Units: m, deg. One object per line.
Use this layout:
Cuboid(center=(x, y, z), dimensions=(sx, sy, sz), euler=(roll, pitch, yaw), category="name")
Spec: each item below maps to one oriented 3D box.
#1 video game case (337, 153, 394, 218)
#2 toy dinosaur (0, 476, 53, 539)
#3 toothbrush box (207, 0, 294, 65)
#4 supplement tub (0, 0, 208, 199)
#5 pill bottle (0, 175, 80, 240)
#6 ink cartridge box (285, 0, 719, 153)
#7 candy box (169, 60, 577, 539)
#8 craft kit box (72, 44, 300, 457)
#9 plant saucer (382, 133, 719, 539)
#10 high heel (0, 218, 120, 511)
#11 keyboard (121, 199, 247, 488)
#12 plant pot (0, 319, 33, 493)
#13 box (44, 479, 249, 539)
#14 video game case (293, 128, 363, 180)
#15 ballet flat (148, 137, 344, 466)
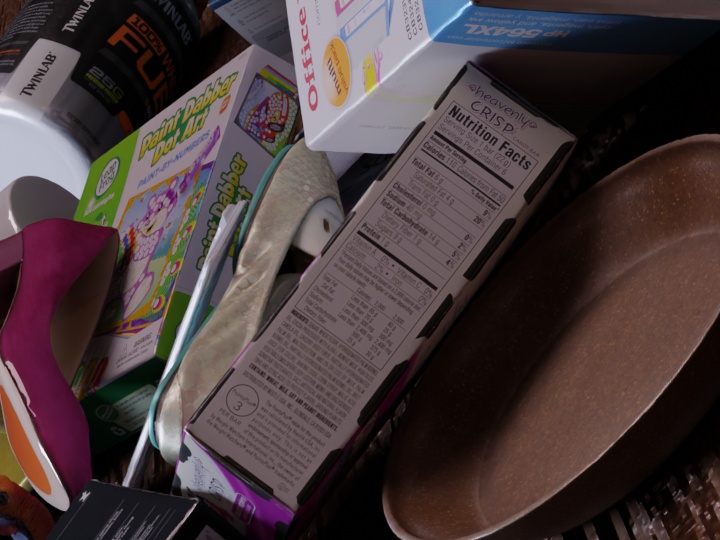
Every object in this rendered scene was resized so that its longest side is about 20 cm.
Cuboid(center=(0.000, 0.000, 1.338), dimensions=(0.182, 0.023, 0.200), euler=(-27, 28, 48), category="video game case")
Cuboid(center=(-0.240, 0.166, 1.433), dimensions=(0.181, 0.105, 0.200), euler=(-32, 11, 1), category="toy dinosaur")
Cuboid(center=(0.018, -0.222, 1.640), dimensions=(0.146, 0.085, 0.200), euler=(-18, 34, 57), category="toothbrush box")
Cuboid(center=(-0.190, -0.143, 1.896), dimensions=(0.122, 0.122, 0.200), euler=(-24, 31, 51), category="supplement tub")
Cuboid(center=(-0.245, 0.040, 1.671), dimensions=(0.200, 0.116, 0.116), euler=(-40, 20, 23), category="pill bottle")
Cuboid(center=(0.051, -0.133, 1.188), dimensions=(0.200, 0.125, 0.129), euler=(143, 123, -59), category="ink cartridge box")
Cuboid(center=(0.003, 0.023, 1.144), dimensions=(0.200, 0.061, 0.136), euler=(-52, -5, -18), category="candy box")
Cuboid(center=(-0.116, -0.002, 1.496), dimensions=(0.200, 0.048, 0.198), euler=(-30, 35, 52), category="craft kit box")
Cuboid(center=(0.090, 0.035, 1.044), dimensions=(0.200, 0.037, 0.201), euler=(-42, 19, 18), category="plant saucer")
Cuboid(center=(-0.145, 0.041, 1.402), dimensions=(0.096, 0.068, 0.200), euler=(-14, 47, -15), category="high heel")
Cuboid(center=(-0.093, 0.055, 1.326), dimensions=(0.056, 0.011, 0.201), euler=(-74, 5, -54), category="keyboard")
Cuboid(center=(-0.295, 0.053, 1.508), dimensions=(0.196, 0.194, 0.201), euler=(-50, 32, 34), category="plant pot")
Cuboid(center=(-0.124, 0.193, 1.151), dimensions=(0.200, 0.079, 0.141), euler=(-54, 22, -15), category="box")
Cuboid(center=(0.030, -0.116, 1.436), dimensions=(0.182, 0.022, 0.200), euler=(-46, 6, 7), category="video game case")
Cuboid(center=(-0.035, 0.019, 1.269), dimensions=(0.062, 0.068, 0.200), euler=(9, 51, 20), category="ballet flat")
